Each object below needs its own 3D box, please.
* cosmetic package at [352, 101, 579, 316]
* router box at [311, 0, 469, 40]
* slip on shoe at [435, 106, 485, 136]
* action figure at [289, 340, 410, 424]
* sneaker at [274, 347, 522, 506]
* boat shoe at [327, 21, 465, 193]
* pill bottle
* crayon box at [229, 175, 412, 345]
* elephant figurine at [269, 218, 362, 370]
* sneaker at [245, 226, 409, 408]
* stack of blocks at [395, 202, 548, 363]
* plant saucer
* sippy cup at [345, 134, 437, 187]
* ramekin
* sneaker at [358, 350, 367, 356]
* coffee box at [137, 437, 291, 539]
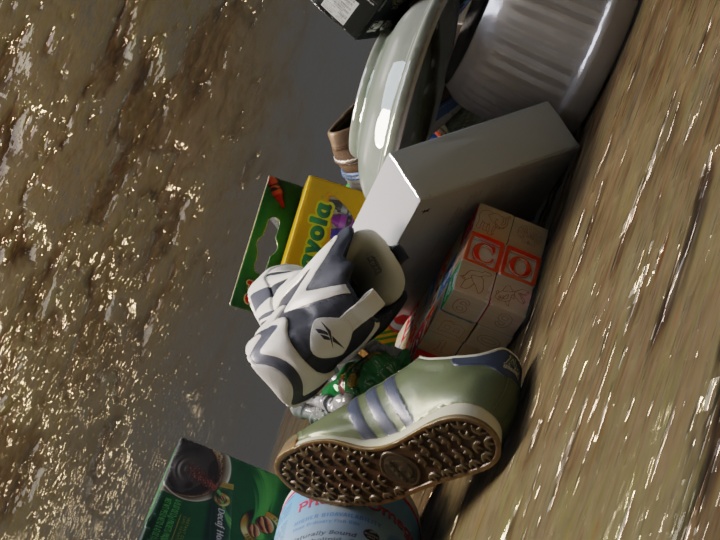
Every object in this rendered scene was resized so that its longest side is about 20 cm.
[{"bbox_3d":[0.065,-0.038,1.260,0.151,0.052,0.200,-22,-22,-30],"label":"cosmetic package"},{"bbox_3d":[0.059,-0.269,1.324,0.150,0.062,0.200,-52,-13,25],"label":"router box"},{"bbox_3d":[0.109,-0.111,1.419,0.074,0.061,0.200,-34,33,-1],"label":"slip on shoe"},{"bbox_3d":[-0.005,0.089,1.244,0.118,0.055,0.200,-51,5,-18],"label":"action figure"},{"bbox_3d":[0.033,0.104,1.114,0.200,0.067,0.090,-19,29,42],"label":"sneaker"},{"bbox_3d":[0.044,-0.160,1.415,0.072,0.072,0.200,4,49,44],"label":"boat shoe"},{"bbox_3d":[-0.012,0.212,1.175,0.200,0.109,0.109,-78,11,-62],"label":"pill bottle"},{"bbox_3d":[0.000,0.000,1.390,0.051,0.200,0.127,132,154,-77],"label":"crayon box"},{"bbox_3d":[-0.033,0.046,1.626,0.155,0.200,0.142,-74,7,-50],"label":"elephant figurine"},{"bbox_3d":[-0.017,0.016,1.213,0.130,0.079,0.199,-37,8,11],"label":"sneaker"},{"bbox_3d":[0.072,0.055,1.239,0.200,0.059,0.115,118,172,-53],"label":"stack of blocks"},{"bbox_3d":[0.029,-0.136,1.295,0.200,0.050,0.200,16,-90,-82],"label":"plant saucer"},{"bbox_3d":[0.067,-0.080,1.573,0.130,0.140,0.178,-53,39,36],"label":"sippy cup"},{"bbox_3d":[0.145,-0.201,1.293,0.200,0.105,0.200,-159,90,-86],"label":"ramekin"},{"bbox_3d":[0.010,0.031,1.501,0.088,0.200,0.076,-48,-42,-24],"label":"sneaker"},{"bbox_3d":[-0.071,0.219,1.266,0.123,0.200,0.044,-71,7,-48],"label":"coffee box"}]
